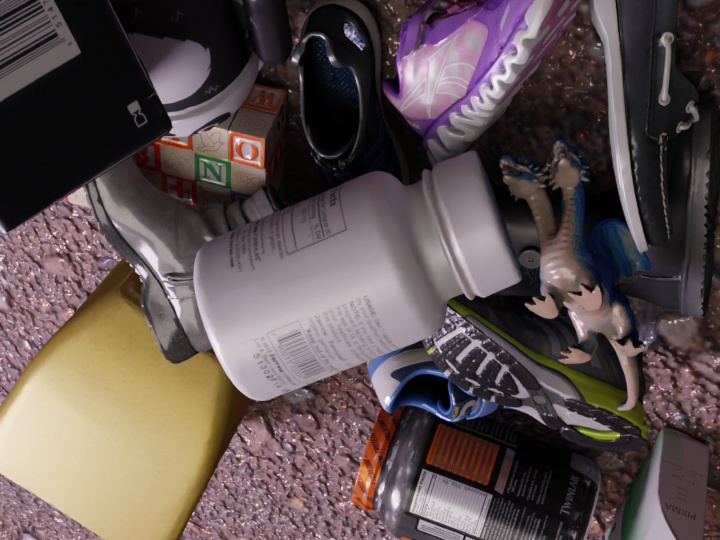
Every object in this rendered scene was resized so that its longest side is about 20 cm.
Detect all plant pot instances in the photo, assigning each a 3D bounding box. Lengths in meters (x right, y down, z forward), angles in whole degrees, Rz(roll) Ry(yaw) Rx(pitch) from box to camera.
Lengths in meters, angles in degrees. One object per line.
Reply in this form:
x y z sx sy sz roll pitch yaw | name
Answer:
-0.182 0.090 0.917 0.192 0.196 0.201 33 119 -4 | plant pot

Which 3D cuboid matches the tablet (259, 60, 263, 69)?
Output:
-0.175 -0.160 0.817 0.130 0.014 0.199 45 132 -15 | tablet

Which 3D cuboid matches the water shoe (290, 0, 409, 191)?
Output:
-0.015 -0.092 0.753 0.070 0.079 0.203 3 129 22 | water shoe

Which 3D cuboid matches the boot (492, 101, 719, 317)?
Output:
0.147 -0.046 0.733 0.196 0.066 0.167 9 129 24 | boot

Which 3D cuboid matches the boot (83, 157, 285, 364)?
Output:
-0.117 -0.038 0.771 0.128 0.068 0.203 -21 108 7 | boot

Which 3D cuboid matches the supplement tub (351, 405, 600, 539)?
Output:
0.099 0.192 0.906 0.196 0.123 0.124 19 133 10 | supplement tub

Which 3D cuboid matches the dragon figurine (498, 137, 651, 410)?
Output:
0.153 0.004 0.680 0.058 0.101 0.200 -16 132 35 | dragon figurine

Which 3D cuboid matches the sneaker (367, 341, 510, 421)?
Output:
0.098 0.083 0.822 0.195 0.083 0.075 3 137 -5 | sneaker

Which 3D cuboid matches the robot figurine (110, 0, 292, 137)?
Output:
-0.133 -0.174 0.666 0.150 0.124 0.201 46 165 26 | robot figurine

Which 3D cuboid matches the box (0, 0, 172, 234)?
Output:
-0.232 -0.141 0.585 0.199 0.117 0.199 13 134 54 | box

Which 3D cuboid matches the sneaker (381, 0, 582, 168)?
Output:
0.067 -0.142 0.659 0.088 0.080 0.200 45 152 3 | sneaker

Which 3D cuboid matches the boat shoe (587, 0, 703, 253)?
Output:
0.174 -0.113 0.619 0.059 0.076 0.204 -9 104 12 | boat shoe

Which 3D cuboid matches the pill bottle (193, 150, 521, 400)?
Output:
0.000 0.000 0.687 0.197 0.115 0.116 -22 119 11 | pill bottle

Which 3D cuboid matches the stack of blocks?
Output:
-0.159 -0.098 0.810 0.196 0.059 0.116 13 137 6 | stack of blocks

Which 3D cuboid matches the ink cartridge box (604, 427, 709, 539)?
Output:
0.230 0.256 0.844 0.049 0.201 0.163 19 133 8 | ink cartridge box

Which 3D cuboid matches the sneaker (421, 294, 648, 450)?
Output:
0.129 0.059 0.767 0.198 0.082 0.074 30 144 -14 | sneaker
